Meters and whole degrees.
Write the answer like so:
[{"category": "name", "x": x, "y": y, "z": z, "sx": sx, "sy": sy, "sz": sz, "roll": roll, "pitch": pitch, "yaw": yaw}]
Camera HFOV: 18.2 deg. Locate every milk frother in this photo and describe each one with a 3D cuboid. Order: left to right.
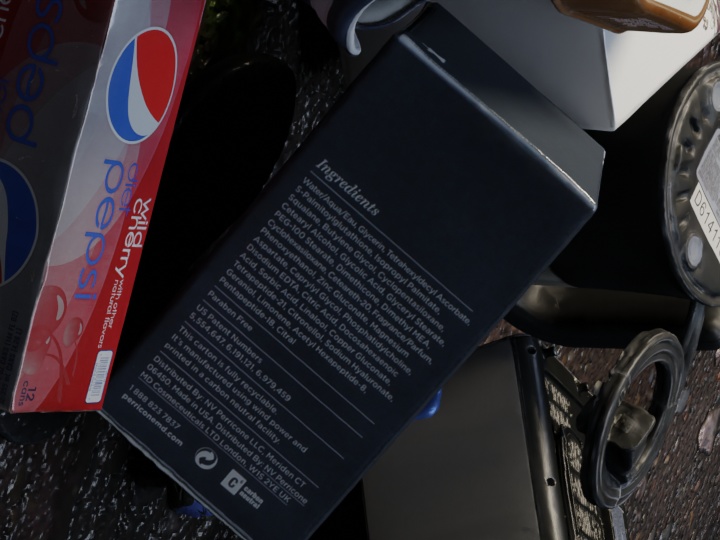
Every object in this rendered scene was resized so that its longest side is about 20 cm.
[{"category": "milk frother", "x": 0.086, "y": 0.002, "z": 1.105, "sx": 0.200, "sy": 0.187, "sz": 0.181, "roll": -43, "pitch": 125, "yaw": -42}]

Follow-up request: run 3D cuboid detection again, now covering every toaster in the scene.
[{"category": "toaster", "x": 0.088, "y": 0.157, "z": 1.267, "sx": 0.181, "sy": 0.118, "sz": 0.201, "roll": 40, "pitch": 39, "yaw": -61}]

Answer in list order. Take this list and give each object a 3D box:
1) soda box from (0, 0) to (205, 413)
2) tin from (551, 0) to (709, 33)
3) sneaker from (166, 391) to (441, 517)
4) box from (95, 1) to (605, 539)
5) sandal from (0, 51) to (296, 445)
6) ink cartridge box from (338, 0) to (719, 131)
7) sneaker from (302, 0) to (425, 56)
[{"category": "soda box", "x": -0.118, "y": -0.050, "z": 0.860, "sx": 0.063, "sy": 0.070, "sz": 0.201, "roll": 6, "pitch": 101, "yaw": -62}, {"category": "tin", "x": 0.112, "y": -0.152, "z": 0.897, "sx": 0.200, "sy": 0.042, "sz": 0.113, "roll": -6, "pitch": 105, "yaw": -71}, {"category": "sneaker", "x": -0.026, "y": 0.068, "z": 1.098, "sx": 0.200, "sy": 0.078, "sz": 0.076, "roll": -32, "pitch": 133, "yaw": -52}, {"category": "box", "x": 0.000, "y": 0.000, "z": 0.947, "sx": 0.200, "sy": 0.107, "sz": 0.148, "roll": -50, "pitch": -179, "yaw": 14}, {"category": "sandal", "x": -0.102, "y": -0.018, "z": 0.953, "sx": 0.200, "sy": 0.045, "sz": 0.075, "roll": -52, "pitch": 145, "yaw": -6}, {"category": "ink cartridge box", "x": 0.094, "y": -0.176, "z": 1.073, "sx": 0.200, "sy": 0.146, "sz": 0.147, "roll": -41, "pitch": 128, "yaw": -46}, {"category": "sneaker", "x": -0.017, "y": -0.145, "z": 0.870, "sx": 0.070, "sy": 0.109, "sz": 0.200, "roll": -42, "pitch": -169, "yaw": 4}]
